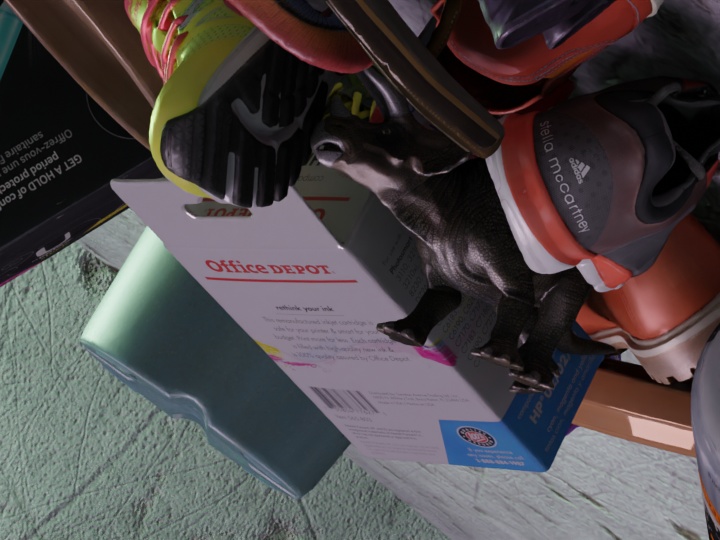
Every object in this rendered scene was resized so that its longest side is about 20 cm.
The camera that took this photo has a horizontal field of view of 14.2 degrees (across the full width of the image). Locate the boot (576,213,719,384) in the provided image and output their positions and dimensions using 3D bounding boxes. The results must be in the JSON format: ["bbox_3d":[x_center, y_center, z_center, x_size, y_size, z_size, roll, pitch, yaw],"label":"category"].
[{"bbox_3d":[0.113,-0.016,1.307,0.107,0.075,0.200,53,172,-9],"label":"boot"}]

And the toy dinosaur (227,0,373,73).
[{"bbox_3d":[-0.072,-0.138,1.060,0.182,0.200,0.105,66,-167,6],"label":"toy dinosaur"}]

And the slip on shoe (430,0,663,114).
[{"bbox_3d":[0.061,-0.096,1.024,0.074,0.061,0.200,37,171,0],"label":"slip on shoe"}]

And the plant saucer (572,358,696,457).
[{"bbox_3d":[0.171,0.072,1.381,0.200,0.032,0.200,12,-178,0],"label":"plant saucer"}]

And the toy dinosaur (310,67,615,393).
[{"bbox_3d":[0.066,-0.007,1.163,0.200,0.102,0.077,23,170,-42],"label":"toy dinosaur"}]

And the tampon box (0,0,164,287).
[{"bbox_3d":[-0.180,-0.112,1.429,0.200,0.150,0.126,59,174,4],"label":"tampon box"}]

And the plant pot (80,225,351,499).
[{"bbox_3d":[-0.035,0.003,1.548,0.200,0.196,0.200,34,173,5],"label":"plant pot"}]

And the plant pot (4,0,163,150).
[{"bbox_3d":[-0.110,-0.148,1.273,0.201,0.093,0.201,48,172,8],"label":"plant pot"}]

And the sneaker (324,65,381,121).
[{"bbox_3d":[0.020,-0.064,1.413,0.200,0.075,0.085,27,167,0],"label":"sneaker"}]

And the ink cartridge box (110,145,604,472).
[{"bbox_3d":[0.000,0.000,1.235,0.115,0.068,0.200,1,143,45],"label":"ink cartridge box"}]

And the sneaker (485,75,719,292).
[{"bbox_3d":[0.111,-0.038,1.102,0.077,0.082,0.200,68,-163,0],"label":"sneaker"}]

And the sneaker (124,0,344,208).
[{"bbox_3d":[-0.056,-0.087,1.136,0.090,0.078,0.200,13,-152,9],"label":"sneaker"}]

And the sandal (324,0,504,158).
[{"bbox_3d":[-0.002,-0.125,0.973,0.200,0.055,0.082,57,-178,-11],"label":"sandal"}]

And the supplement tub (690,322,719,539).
[{"bbox_3d":[0.204,0.097,1.203,0.122,0.123,0.200,32,159,28],"label":"supplement tub"}]

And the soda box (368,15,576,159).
[{"bbox_3d":[0.029,-0.035,1.296,0.070,0.063,0.200,33,154,3],"label":"soda box"}]

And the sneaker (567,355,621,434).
[{"bbox_3d":[0.070,0.054,1.465,0.080,0.089,0.200,-2,-177,44],"label":"sneaker"}]

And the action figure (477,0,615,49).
[{"bbox_3d":[0.008,-0.156,0.870,0.200,0.069,0.130,50,-179,5],"label":"action figure"}]
